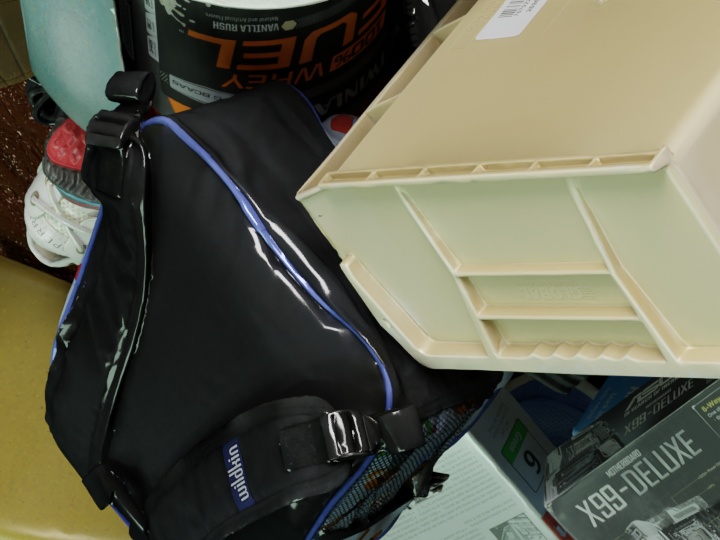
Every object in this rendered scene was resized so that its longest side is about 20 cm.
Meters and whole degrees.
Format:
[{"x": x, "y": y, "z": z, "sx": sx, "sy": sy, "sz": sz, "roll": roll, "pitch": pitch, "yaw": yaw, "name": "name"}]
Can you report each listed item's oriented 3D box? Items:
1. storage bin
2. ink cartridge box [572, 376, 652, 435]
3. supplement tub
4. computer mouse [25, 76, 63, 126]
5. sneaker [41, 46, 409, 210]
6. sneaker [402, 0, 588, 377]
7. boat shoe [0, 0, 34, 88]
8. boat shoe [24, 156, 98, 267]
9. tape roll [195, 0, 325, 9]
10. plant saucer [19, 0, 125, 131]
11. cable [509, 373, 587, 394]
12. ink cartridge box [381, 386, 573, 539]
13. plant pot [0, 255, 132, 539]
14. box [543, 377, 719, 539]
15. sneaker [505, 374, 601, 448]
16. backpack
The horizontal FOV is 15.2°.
[{"x": 0.108, "y": -0.064, "z": 0.969, "sx": 0.198, "sy": 0.200, "sz": 0.094, "roll": -1, "pitch": 133, "yaw": 50, "name": "storage bin"}, {"x": 0.210, "y": 0.099, "z": 1.240, "sx": 0.200, "sy": 0.068, "sz": 0.116, "roll": 4, "pitch": 137, "yaw": 47, "name": "ink cartridge box"}, {"x": -0.044, "y": -0.135, "z": 1.126, "sx": 0.122, "sy": 0.123, "sz": 0.200, "roll": 29, "pitch": 152, "yaw": 17, "name": "supplement tub"}, {"x": -0.216, "y": -0.145, "z": 1.403, "sx": 0.200, "sy": 0.044, "sz": 0.110, "roll": 32, "pitch": 157, "yaw": -1, "name": "computer mouse"}, {"x": -0.048, "y": -0.043, "z": 1.256, "sx": 0.200, "sy": 0.079, "sz": 0.096, "roll": -2, "pitch": 148, "yaw": 12, "name": "sneaker"}, {"x": 0.082, "y": -0.059, "z": 1.153, "sx": 0.200, "sy": 0.091, "sz": 0.076, "roll": 63, "pitch": -175, "yaw": -8, "name": "sneaker"}, {"x": -0.220, "y": -0.121, "z": 1.330, "sx": 0.065, "sy": 0.200, "sz": 0.073, "roll": -112, "pitch": 4, "yaw": -56, "name": "boat shoe"}, {"x": -0.141, "y": -0.034, "z": 1.406, "sx": 0.071, "sy": 0.069, "sz": 0.200, "roll": 50, "pitch": 165, "yaw": 3, "name": "boat shoe"}, {"x": -0.037, "y": -0.196, "z": 0.979, "sx": 0.203, "sy": 0.037, "sz": 0.203, "roll": 3, "pitch": 102, "yaw": 14, "name": "tape roll"}, {"x": -0.133, "y": -0.144, "z": 1.165, "sx": 0.201, "sy": 0.039, "sz": 0.201, "roll": 171, "pitch": 90, "yaw": -82, "name": "plant saucer"}, {"x": 0.071, "y": 0.021, "z": 1.213, "sx": 0.200, "sy": 0.050, "sz": 0.097, "roll": 28, "pitch": -160, "yaw": -53, "name": "cable"}, {"x": 0.052, "y": 0.121, "z": 1.329, "sx": 0.109, "sy": 0.050, "sz": 0.200, "roll": -29, "pitch": 109, "yaw": 35, "name": "ink cartridge box"}, {"x": -0.163, "y": 0.138, "z": 1.621, "sx": 0.200, "sy": 0.194, "sz": 0.196, "roll": 14, "pitch": 145, "yaw": 22, "name": "plant pot"}, {"x": 0.201, "y": 0.087, "z": 1.129, "sx": 0.200, "sy": 0.050, "sz": 0.158, "roll": -39, "pitch": 105, "yaw": 21, "name": "box"}, {"x": 0.070, "y": 0.104, "z": 1.390, "sx": 0.200, "sy": 0.089, "sz": 0.079, "roll": -2, "pitch": 134, "yaw": 48, "name": "sneaker"}, {"x": -0.040, "y": 0.037, "z": 1.109, "sx": 0.200, "sy": 0.154, "sz": 0.191, "roll": 55, "pitch": 131, "yaw": 22, "name": "backpack"}]
